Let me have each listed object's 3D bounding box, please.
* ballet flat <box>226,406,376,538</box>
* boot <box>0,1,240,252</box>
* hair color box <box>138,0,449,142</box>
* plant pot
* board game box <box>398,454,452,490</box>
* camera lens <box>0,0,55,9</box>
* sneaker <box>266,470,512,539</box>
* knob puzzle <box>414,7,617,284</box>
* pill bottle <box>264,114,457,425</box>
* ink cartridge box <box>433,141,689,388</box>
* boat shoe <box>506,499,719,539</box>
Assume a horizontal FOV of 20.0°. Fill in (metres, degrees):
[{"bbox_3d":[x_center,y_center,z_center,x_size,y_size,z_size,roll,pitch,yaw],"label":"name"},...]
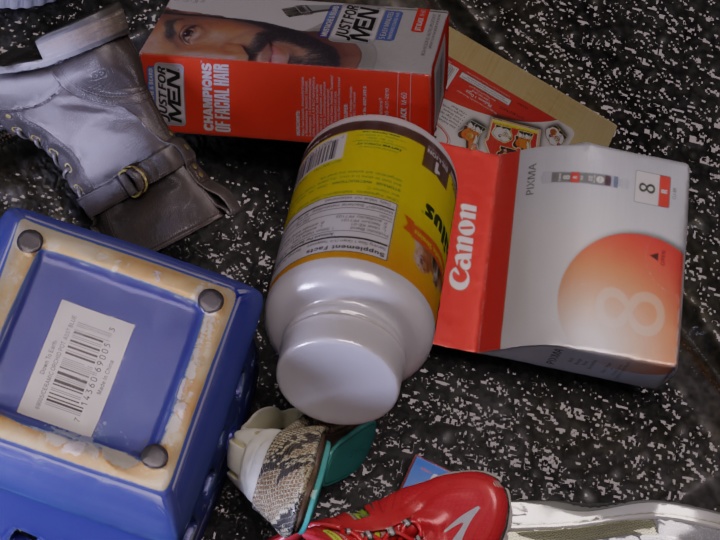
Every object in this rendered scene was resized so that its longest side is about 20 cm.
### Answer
[{"bbox_3d":[-0.045,0.118,1.292,0.075,0.200,0.068,21,103,8],"label":"ballet flat"},{"bbox_3d":[-0.195,-0.073,1.385,0.175,0.199,0.069,65,32,-10],"label":"boot"},{"bbox_3d":[-0.043,-0.139,1.413,0.199,0.064,0.111,4,31,7],"label":"hair color box"},{"bbox_3d":[-0.173,0.086,1.270,0.199,0.180,0.201,20,63,-2],"label":"plant pot"},{"bbox_3d":[0.105,0.210,1.353,0.199,0.019,0.103,26,65,2],"label":"board game box"},{"bbox_3d":[-0.242,-0.295,1.421,0.159,0.200,0.161,4,65,-9],"label":"camera lens"},{"bbox_3d":[0.002,0.181,1.282,0.199,0.085,0.077,-23,73,5],"label":"sneaker"},{"bbox_3d":[0.065,-0.068,1.468,0.218,0.030,0.221,4,65,-9],"label":"knob puzzle"},{"bbox_3d":[0.000,0.000,1.313,0.109,0.110,0.201,15,45,-3],"label":"pill bottle"},{"bbox_3d":[0.125,-0.017,1.412,0.199,0.050,0.163,12,64,-9],"label":"ink cartridge box"},{"bbox_3d":[0.159,0.186,1.327,0.201,0.074,0.065,3,72,-4],"label":"boat shoe"}]
